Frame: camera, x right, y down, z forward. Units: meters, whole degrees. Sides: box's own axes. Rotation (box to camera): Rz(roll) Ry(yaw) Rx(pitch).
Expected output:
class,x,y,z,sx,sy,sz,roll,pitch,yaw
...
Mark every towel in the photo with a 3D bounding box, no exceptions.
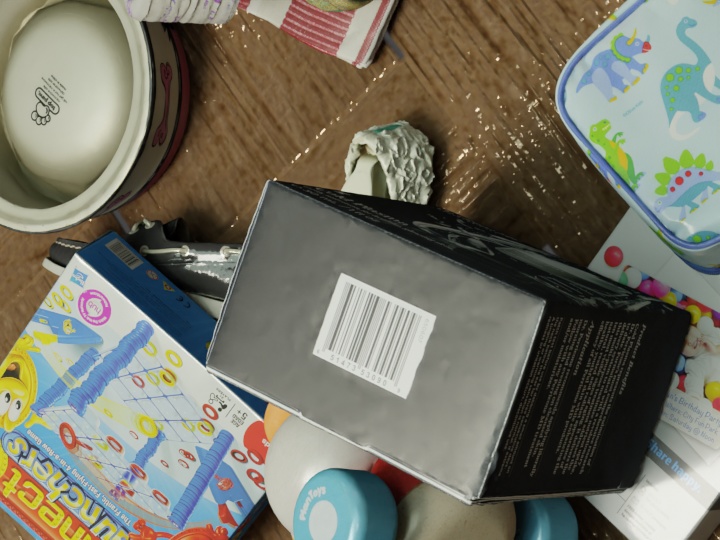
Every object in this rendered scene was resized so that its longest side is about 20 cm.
class,x,y,z,sx,sy,sz,roll,pitch,yaw
towel,-0.044,-0.239,1.520,0.199,0.023,0.145,29,102,27

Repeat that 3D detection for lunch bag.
class,x,y,z,sx,sy,sz,roll,pitch,yaw
lunch bag,0.223,-0.113,1.298,0.200,0.082,0.161,-43,67,6

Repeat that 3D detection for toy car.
class,x,y,z,sx,sy,sz,roll,pitch,yaw
toy car,-0.007,0.155,1.372,0.200,0.183,0.178,44,116,44

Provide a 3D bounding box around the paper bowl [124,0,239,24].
class,x,y,z,sx,sy,sz,roll,pitch,yaw
paper bowl,-0.096,-0.261,1.445,0.104,0.201,0.202,1,89,-12

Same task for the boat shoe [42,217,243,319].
class,x,y,z,sx,sy,sz,roll,pitch,yaw
boat shoe,-0.127,-0.006,1.534,0.199,0.074,0.061,12,95,28

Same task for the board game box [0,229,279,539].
class,x,y,z,sx,sy,sz,roll,pitch,yaw
board game box,-0.154,0.113,1.510,0.200,0.056,0.196,40,117,7

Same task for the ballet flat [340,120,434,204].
class,x,y,z,sx,sy,sz,roll,pitch,yaw
ballet flat,0.000,0.000,1.462,0.071,0.072,0.202,10,94,31

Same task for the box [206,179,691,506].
class,x,y,z,sx,sy,sz,roll,pitch,yaw
box,0.054,0.042,1.307,0.199,0.196,0.125,24,98,31

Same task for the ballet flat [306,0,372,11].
class,x,y,z,sx,sy,sz,roll,pitch,yaw
ballet flat,-0.020,-0.268,1.465,0.070,0.071,0.202,-4,84,31

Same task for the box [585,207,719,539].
class,x,y,z,sx,sy,sz,roll,pitch,yaw
box,0.193,0.055,1.358,0.156,0.041,0.201,43,109,25

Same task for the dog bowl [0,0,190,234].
class,x,y,z,sx,sy,sz,roll,pitch,yaw
dog bowl,-0.207,-0.126,1.585,0.199,0.074,0.202,0,89,31
